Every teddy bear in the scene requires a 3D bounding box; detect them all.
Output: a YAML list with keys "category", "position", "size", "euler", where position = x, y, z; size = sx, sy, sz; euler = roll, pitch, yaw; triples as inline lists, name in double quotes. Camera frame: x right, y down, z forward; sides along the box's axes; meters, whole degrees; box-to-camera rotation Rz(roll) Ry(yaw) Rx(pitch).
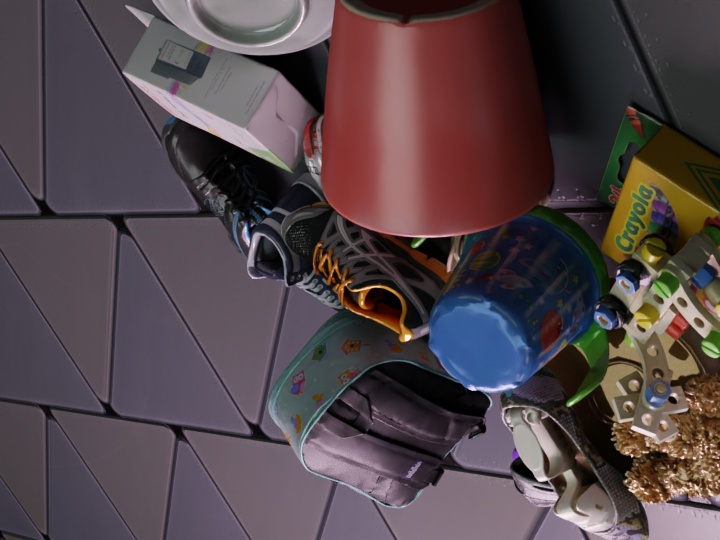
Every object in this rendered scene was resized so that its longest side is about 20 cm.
- category: "teddy bear"
  position: [0.311, 0.150, 1.427]
  size: [0.198, 0.067, 0.146]
  euler: [5, 111, 15]

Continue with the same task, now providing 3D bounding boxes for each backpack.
- category: "backpack"
  position: [0.008, 0.127, 1.691]
  size: [0.199, 0.176, 0.154]
  euler: [20, -152, -50]

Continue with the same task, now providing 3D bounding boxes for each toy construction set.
- category: "toy construction set"
  position: [0.255, 0.043, 1.344]
  size: [0.131, 0.092, 0.200]
  euler: [40, 138, 12]

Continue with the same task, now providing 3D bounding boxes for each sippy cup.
- category: "sippy cup"
  position: [0.124, 0.031, 1.416]
  size: [0.177, 0.130, 0.140]
  euler: [18, 126, 23]

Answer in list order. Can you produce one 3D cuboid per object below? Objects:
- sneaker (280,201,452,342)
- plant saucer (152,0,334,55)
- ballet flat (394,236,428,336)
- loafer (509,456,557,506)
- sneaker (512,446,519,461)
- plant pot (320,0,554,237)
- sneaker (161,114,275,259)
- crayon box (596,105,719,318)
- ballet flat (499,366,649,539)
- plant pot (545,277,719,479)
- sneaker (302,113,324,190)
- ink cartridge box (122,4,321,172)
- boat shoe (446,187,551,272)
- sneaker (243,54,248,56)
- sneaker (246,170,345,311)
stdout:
- category: "sneaker"
  position: [0.000, 0.000, 1.596]
  size: [0.199, 0.077, 0.079]
  euler: [27, 138, 26]
- category: "plant saucer"
  position: [-0.097, -0.247, 1.458]
  size: [0.198, 0.050, 0.201]
  euler: [4, 142, 3]
- category: "ballet flat"
  position: [0.062, 0.025, 1.662]
  size: [0.200, 0.069, 0.070]
  euler: [42, 149, 7]
- category: "loafer"
  position: [0.236, 0.179, 1.566]
  size: [0.199, 0.069, 0.070]
  euler: [-13, 153, 22]
- category: "sneaker"
  position: [0.180, 0.120, 1.642]
  size: [0.100, 0.069, 0.200]
  euler: [45, 146, 14]
- category: "plant pot"
  position: [0.058, -0.152, 1.364]
  size: [0.200, 0.200, 0.178]
  euler: [21, 131, 34]
- category: "sneaker"
  position: [-0.129, -0.085, 1.745]
  size: [0.200, 0.073, 0.082]
  euler: [52, 169, -29]
- category: "crayon box"
  position: [0.274, -0.031, 1.363]
  size: [0.199, 0.051, 0.127]
  euler: [35, 148, 18]
- category: "ballet flat"
  position: [0.181, 0.178, 1.483]
  size: [0.201, 0.072, 0.072]
  euler: [56, 147, -11]
- category: "plant pot"
  position: [0.234, 0.106, 1.494]
  size: [0.199, 0.027, 0.202]
  euler: [7, 110, 21]
- category: "sneaker"
  position: [-0.013, -0.138, 1.561]
  size: [0.107, 0.067, 0.202]
  euler: [19, 142, 33]
- category: "ink cartridge box"
  position: [-0.147, -0.177, 1.633]
  size: [0.199, 0.068, 0.117]
  euler: [27, 174, 28]
- category: "boat shoe"
  position: [0.113, -0.025, 1.545]
  size: [0.072, 0.065, 0.200]
  euler: [40, 149, 8]
- category: "sneaker"
  position: [-0.131, -0.273, 1.565]
  size: [0.066, 0.079, 0.200]
  euler: [14, 157, 20]
- category: "sneaker"
  position: [-0.046, 0.009, 1.731]
  size: [0.070, 0.108, 0.201]
  euler: [8, 133, 46]
